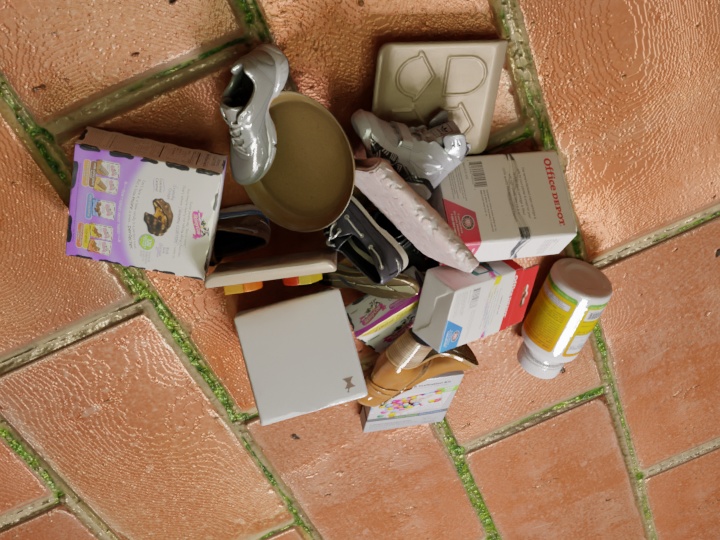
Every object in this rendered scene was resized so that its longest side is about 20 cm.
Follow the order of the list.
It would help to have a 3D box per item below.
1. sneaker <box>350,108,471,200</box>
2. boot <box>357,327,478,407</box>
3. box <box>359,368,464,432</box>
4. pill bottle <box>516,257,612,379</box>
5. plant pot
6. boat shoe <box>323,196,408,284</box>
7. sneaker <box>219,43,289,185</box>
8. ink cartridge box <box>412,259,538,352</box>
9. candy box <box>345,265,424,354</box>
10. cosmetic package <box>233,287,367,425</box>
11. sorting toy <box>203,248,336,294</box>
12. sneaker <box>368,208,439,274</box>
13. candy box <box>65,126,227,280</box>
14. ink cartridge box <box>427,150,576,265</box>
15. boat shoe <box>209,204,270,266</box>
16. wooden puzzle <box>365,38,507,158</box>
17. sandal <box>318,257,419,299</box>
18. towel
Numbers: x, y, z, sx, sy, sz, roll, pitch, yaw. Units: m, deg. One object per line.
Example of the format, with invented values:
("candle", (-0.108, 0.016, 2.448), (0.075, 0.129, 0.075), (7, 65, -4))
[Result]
("sneaker", (0.074, -0.187, 1.491), (0.115, 0.075, 0.200), (-39, 137, 10))
("boot", (0.090, 0.165, 1.742), (0.199, 0.074, 0.155), (17, 123, -44))
("box", (0.087, 0.221, 1.880), (0.155, 0.041, 0.200), (-6, 149, -13))
("pill bottle", (0.346, 0.088, 1.843), (0.110, 0.111, 0.201), (6, 127, -22))
("plant pot", (-0.087, -0.153, 1.483), (0.027, 0.200, 0.201), (-32, 152, -52))
("boat shoe", (-0.021, -0.057, 1.566), (0.063, 0.200, 0.073), (-45, 173, -34))
("sneaker", (-0.160, -0.204, 1.434), (0.092, 0.075, 0.201), (-31, 139, -52))
("ink cartridge box", (0.182, 0.042, 1.667), (0.199, 0.067, 0.117), (-15, 129, -40))
("candy box", (0.074, 0.081, 1.742), (0.136, 0.061, 0.200), (-32, 151, 10))
("cosmetic package", (-0.095, 0.126, 1.639), (0.166, 0.200, 0.168), (-15, 91, -5))
("sorting toy", (-0.125, 0.002, 1.545), (0.184, 0.200, 0.037), (-7, 95, 0))
("sneaker", (0.075, -0.044, 1.647), (0.199, 0.071, 0.099), (17, 165, -26))
("candy box", (-0.295, -0.091, 1.466), (0.198, 0.072, 0.169), (11, 117, -6))
("ink cartridge box", (0.209, -0.095, 1.611), (0.198, 0.146, 0.084), (-5, 159, -13))
("boat shoe", (-0.230, -0.046, 1.572), (0.199, 0.073, 0.073), (-15, 132, -4))
("wooden puzzle", (0.104, -0.251, 1.529), (0.199, 0.046, 0.186), (-8, 131, -18))
("sandal", (0.000, 0.000, 1.649), (0.199, 0.054, 0.080), (9, 160, 32))
("towel", (0.065, -0.084, 1.486), (0.200, 0.191, 0.032), (44, 86, -17))
